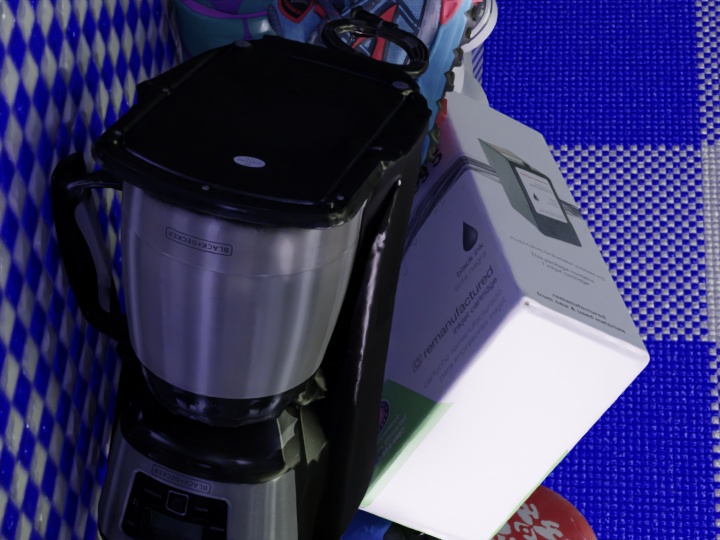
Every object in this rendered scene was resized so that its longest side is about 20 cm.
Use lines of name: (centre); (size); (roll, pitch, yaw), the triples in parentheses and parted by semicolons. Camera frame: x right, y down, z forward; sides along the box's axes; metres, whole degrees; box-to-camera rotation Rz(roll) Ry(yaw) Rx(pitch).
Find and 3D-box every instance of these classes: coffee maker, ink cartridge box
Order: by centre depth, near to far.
coffee maker: (-0.033, 0.014, 0.652); (0.192, 0.135, 0.200); (-26, 137, -42)
ink cartridge box: (0.051, 0.019, 0.780); (0.146, 0.084, 0.200); (-54, -151, 26)

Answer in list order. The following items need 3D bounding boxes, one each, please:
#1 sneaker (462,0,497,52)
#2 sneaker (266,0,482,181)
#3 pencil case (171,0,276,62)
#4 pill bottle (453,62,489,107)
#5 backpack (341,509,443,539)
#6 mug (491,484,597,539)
sneaker: (0.015, -0.235, 1.089); (0.078, 0.200, 0.079); (-48, 151, 7)
sneaker: (0.004, -0.126, 0.718); (0.079, 0.095, 0.200); (-98, -163, -51)
pencil case: (-0.050, -0.094, 0.838); (0.092, 0.085, 0.200); (-57, 153, -37)
pill bottle: (0.036, -0.074, 1.001); (0.200, 0.111, 0.111); (77, 16, -50)
backpack: (-0.019, 0.218, 0.782); (0.162, 0.168, 0.200); (-9, 97, -71)
mug: (0.045, 0.226, 0.962); (0.200, 0.177, 0.134); (-8, 79, -61)
